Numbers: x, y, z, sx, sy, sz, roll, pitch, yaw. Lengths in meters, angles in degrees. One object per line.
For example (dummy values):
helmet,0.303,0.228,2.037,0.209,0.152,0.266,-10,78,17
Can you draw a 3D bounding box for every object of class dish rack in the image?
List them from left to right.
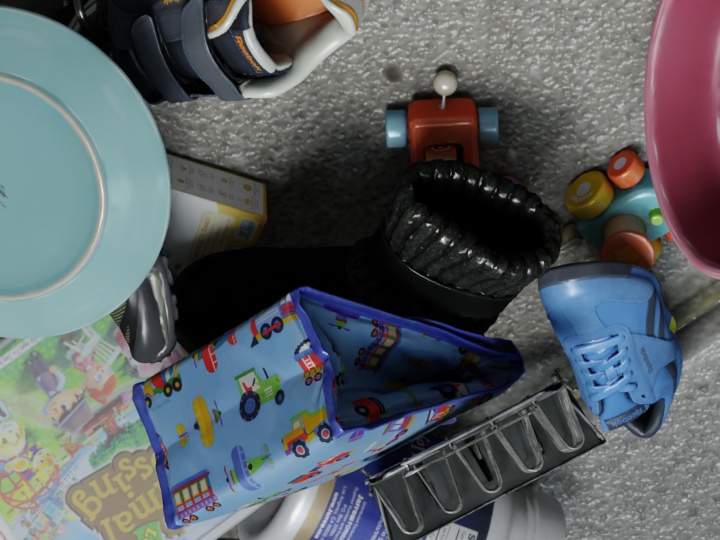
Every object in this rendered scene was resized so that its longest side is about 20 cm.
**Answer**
dish rack,0.072,0.114,1.732,0.153,0.055,0.200,-29,174,0

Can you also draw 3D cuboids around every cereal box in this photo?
cereal box,-0.174,-0.020,1.768,0.199,0.040,0.144,16,130,-15

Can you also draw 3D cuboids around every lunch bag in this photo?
lunch bag,-0.007,0.083,1.692,0.150,0.095,0.199,-30,158,37

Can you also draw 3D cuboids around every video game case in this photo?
video game case,-0.160,0.107,1.740,0.200,0.022,0.183,-36,106,-9

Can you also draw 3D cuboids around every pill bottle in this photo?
pill bottle,0.029,0.163,1.891,0.199,0.116,0.116,21,129,-20

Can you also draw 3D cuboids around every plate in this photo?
plate,-0.204,-0.050,1.608,0.199,0.026,0.201,5,114,11

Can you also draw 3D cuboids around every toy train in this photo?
toy train,0.113,-0.047,1.738,0.198,0.056,0.151,1,133,-1

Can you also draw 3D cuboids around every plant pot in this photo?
plant pot,0.281,-0.093,1.619,0.178,0.201,0.201,-1,135,-21

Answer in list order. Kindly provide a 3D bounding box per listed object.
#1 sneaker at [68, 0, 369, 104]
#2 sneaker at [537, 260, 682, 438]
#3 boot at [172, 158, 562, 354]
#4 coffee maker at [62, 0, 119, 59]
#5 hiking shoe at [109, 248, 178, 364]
sneaker,-0.086,-0.137,1.637,0.199,0.080,0.079,-22,130,21
sneaker,0.158,0.050,1.762,0.065,0.079,0.200,-6,160,17
boot,0.000,-0.002,1.692,0.210,0.080,0.158,1,155,-17
coffee maker,-0.076,-0.223,1.537,0.199,0.136,0.192,-9,153,9
hiking shoe,-0.180,-0.026,1.674,0.100,0.076,0.201,-28,95,-8
